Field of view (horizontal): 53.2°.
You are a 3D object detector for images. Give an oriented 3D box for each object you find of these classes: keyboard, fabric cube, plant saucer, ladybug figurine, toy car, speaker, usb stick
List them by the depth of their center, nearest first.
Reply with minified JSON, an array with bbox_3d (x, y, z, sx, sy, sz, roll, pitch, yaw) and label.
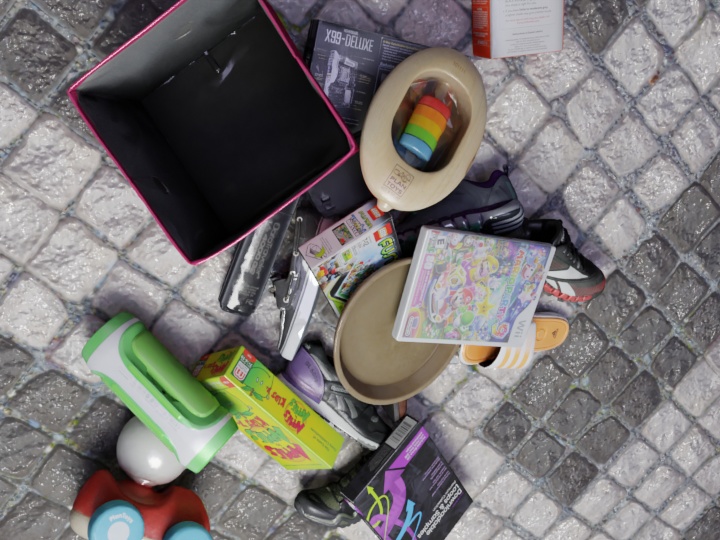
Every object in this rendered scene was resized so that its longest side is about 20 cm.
[{"bbox_3d":[-0.130,-0.150,0.734,0.195,0.199,0.202,-34,97,6],"label":"fabric cube"},{"bbox_3d":[0.065,-0.154,0.809,0.135,0.072,0.202,34,76,-14],"label":"ladybug figurine"},{"bbox_3d":[0.029,-0.120,0.870,0.197,0.040,0.106,-24,92,-5],"label":"keyboard"},{"bbox_3d":[-0.241,0.147,0.871,0.088,0.088,0.200,-45,89,4],"label":"speaker"},{"bbox_3d":[0.049,0.074,0.903,0.197,0.029,0.204,-13,118,-26],"label":"plant saucer"},{"bbox_3d":[-0.124,-0.038,0.903,0.055,0.033,0.203,16,104,-27],"label":"usb stick"},{"bbox_3d":[-0.255,0.258,0.923,0.175,0.184,0.203,25,73,-22],"label":"toy car"}]

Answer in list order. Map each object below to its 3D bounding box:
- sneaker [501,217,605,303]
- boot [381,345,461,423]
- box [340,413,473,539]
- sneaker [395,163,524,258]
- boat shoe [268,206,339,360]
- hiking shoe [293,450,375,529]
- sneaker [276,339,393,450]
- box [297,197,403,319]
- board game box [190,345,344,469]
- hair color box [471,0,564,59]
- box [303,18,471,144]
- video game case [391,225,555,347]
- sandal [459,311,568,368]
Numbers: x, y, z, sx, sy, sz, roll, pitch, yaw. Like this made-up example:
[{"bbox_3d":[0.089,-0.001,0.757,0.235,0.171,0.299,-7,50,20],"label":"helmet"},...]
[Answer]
[{"bbox_3d":[0.268,-0.017,0.984,0.197,0.072,0.098,19,133,-20],"label":"sneaker"},{"bbox_3d":[0.113,0.110,1.019,0.197,0.068,0.192,-15,114,-23],"label":"boot"},{"bbox_3d":[0.072,0.322,1.020,0.143,0.036,0.201,-46,125,-19],"label":"box"},{"bbox_3d":[0.112,-0.075,0.950,0.196,0.089,0.075,-14,155,7],"label":"sneaker"},{"bbox_3d":[-0.083,0.014,0.918,0.065,0.070,0.203,18,109,2],"label":"boat shoe"},{"bbox_3d":[-0.002,0.306,1.043,0.197,0.076,0.103,1,103,-26],"label":"hiking shoe"},{"bbox_3d":[-0.013,0.171,0.987,0.199,0.076,0.088,37,90,-23],"label":"sneaker"},{"bbox_3d":[0.000,0.000,0.884,0.109,0.035,0.201,-33,153,-4],"label":"box"},{"bbox_3d":[-0.124,0.185,0.941,0.200,0.101,0.048,47,50,-24],"label":"board game box"},{"bbox_3d":[0.187,-0.364,0.859,0.100,0.061,0.204,-9,112,-12],"label":"hair color box"},{"bbox_3d":[0.022,-0.202,0.876,0.196,0.050,0.161,7,107,-18],"label":"box"},{"bbox_3d":[0.144,0.025,0.898,0.197,0.018,0.146,6,109,-28],"label":"video game case"},{"bbox_3d":[0.232,0.097,1.010,0.203,0.059,0.081,-4,115,-30],"label":"sandal"}]
